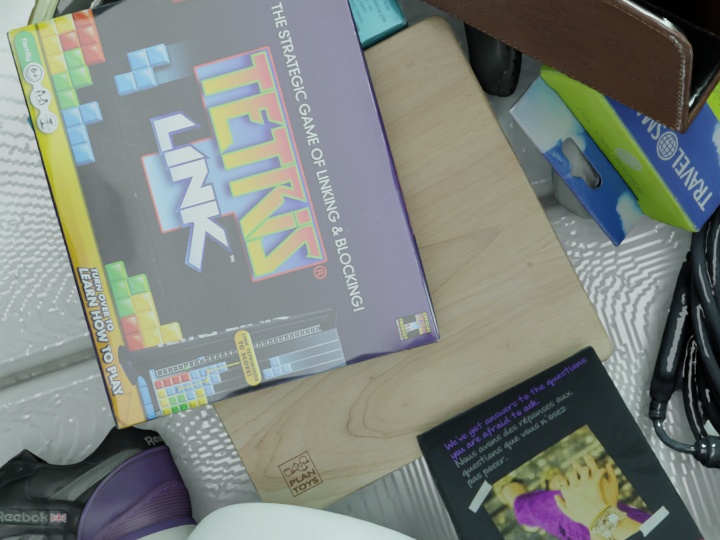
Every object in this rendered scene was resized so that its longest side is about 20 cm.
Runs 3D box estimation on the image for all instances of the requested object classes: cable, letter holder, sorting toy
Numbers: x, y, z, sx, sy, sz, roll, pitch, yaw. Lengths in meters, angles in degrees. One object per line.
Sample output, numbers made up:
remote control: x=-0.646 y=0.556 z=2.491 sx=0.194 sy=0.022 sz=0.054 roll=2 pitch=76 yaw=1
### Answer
cable: x=0.250 y=0.022 z=0.784 sx=0.162 sy=0.051 sz=0.201 roll=15 pitch=89 yaw=1
letter holder: x=0.085 y=-0.175 z=0.644 sx=0.199 sy=0.142 sz=0.101 roll=31 pitch=77 yaw=21
sorting toy: x=0.000 y=0.000 z=0.778 sx=0.199 sy=0.070 sz=0.200 roll=-27 pitch=91 yaw=2

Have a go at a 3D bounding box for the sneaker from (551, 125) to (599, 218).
sneaker: x=0.126 y=-0.132 z=0.790 sx=0.074 sy=0.082 sz=0.201 roll=-2 pitch=107 yaw=-39

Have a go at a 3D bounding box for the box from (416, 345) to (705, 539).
box: x=0.121 y=0.159 z=0.700 sx=0.106 sy=0.122 sz=0.201 roll=-27 pitch=46 yaw=4

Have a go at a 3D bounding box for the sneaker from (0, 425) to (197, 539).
sneaker: x=-0.190 y=0.149 z=0.794 sx=0.199 sy=0.076 sz=0.088 roll=-22 pitch=74 yaw=-2

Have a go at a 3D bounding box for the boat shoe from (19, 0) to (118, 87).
boat shoe: x=-0.114 y=-0.173 z=0.785 sx=0.066 sy=0.072 sz=0.202 roll=29 pitch=86 yaw=7

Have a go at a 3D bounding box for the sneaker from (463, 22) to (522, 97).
sneaker: x=0.042 y=-0.187 z=0.785 sx=0.088 sy=0.074 sz=0.201 roll=-9 pitch=81 yaw=4

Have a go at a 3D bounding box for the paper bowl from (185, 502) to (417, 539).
paper bowl: x=-0.024 y=0.184 z=0.719 sx=0.199 sy=0.201 sz=0.105 roll=14 pitch=68 yaw=2

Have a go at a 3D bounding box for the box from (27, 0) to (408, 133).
box: x=-0.073 y=-0.103 z=0.778 sx=0.199 sy=0.082 sz=0.049 roll=-28 pitch=89 yaw=1

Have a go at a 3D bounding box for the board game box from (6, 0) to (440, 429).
board game box: x=-0.065 y=-0.041 z=0.712 sx=0.164 sy=0.057 sz=0.201 roll=-16 pitch=93 yaw=2

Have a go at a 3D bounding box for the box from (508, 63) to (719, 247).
box: x=0.177 y=-0.118 z=0.746 sx=0.200 sy=0.048 sz=0.122 roll=-51 pitch=125 yaw=-9
